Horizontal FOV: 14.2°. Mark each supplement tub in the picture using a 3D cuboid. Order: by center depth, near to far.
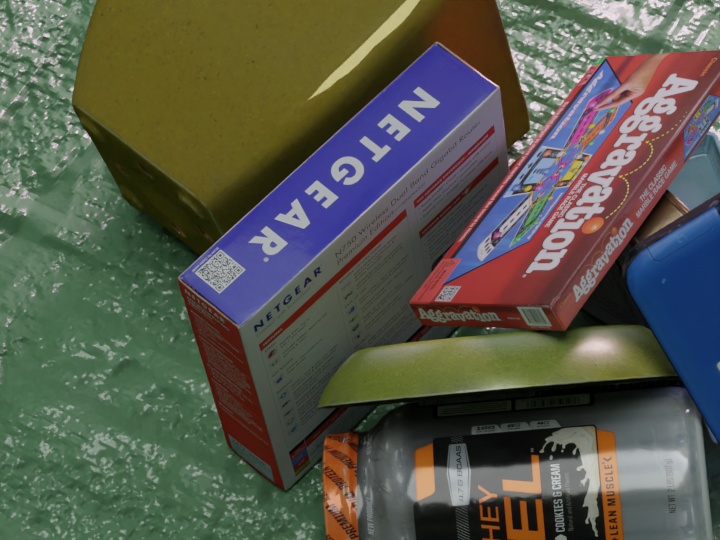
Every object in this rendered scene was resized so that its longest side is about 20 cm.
[{"bbox_3d":[0.084,0.125,1.518,0.199,0.123,0.123,-6,57,5],"label":"supplement tub"}]

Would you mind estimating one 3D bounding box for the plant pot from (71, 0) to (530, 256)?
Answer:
[{"bbox_3d":[-0.049,-0.108,1.653,0.194,0.196,0.200,37,75,27],"label":"plant pot"}]

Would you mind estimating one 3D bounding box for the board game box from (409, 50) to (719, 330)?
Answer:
[{"bbox_3d":[0.117,-0.044,1.518,0.103,0.019,0.200,2,44,45],"label":"board game box"}]

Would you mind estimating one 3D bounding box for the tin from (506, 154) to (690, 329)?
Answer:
[{"bbox_3d":[0.143,-0.009,1.574,0.042,0.112,0.200,-40,28,-11],"label":"tin"}]

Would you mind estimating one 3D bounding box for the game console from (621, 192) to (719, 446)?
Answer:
[{"bbox_3d":[0.236,0.007,1.507,0.170,0.200,0.118,-31,26,4],"label":"game console"}]

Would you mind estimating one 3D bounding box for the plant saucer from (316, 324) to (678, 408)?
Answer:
[{"bbox_3d":[0.075,0.050,1.528,0.199,0.200,0.031,-5,86,5],"label":"plant saucer"}]

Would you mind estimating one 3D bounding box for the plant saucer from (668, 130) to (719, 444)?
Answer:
[{"bbox_3d":[0.201,0.011,1.638,0.070,0.019,0.201,-16,56,-3],"label":"plant saucer"}]

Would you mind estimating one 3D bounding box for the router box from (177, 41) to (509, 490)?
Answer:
[{"bbox_3d":[0.000,0.000,1.576,0.049,0.180,0.200,37,69,26],"label":"router box"}]
